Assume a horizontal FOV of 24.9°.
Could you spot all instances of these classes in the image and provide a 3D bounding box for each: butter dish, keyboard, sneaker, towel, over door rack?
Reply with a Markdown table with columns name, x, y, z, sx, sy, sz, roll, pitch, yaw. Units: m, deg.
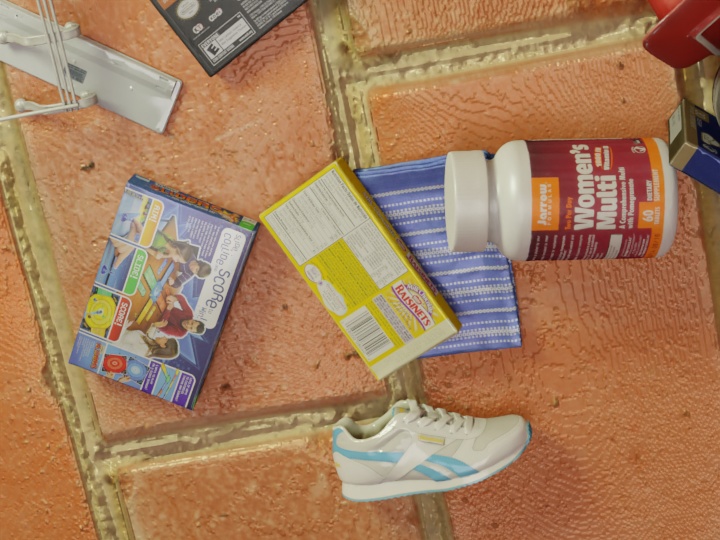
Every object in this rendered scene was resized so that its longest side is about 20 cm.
| name | x | y | z | sx | sy | sz | roll | pitch | yaw |
| --- | --- | --- | --- | --- | --- | --- | --- | --- | --- |
| butter dish | 0.298 | -0.286 | 1.385 | 0.199 | 0.200 | 0.148 | -40 | 76 | 17 |
| keyboard | -0.269 | -0.196 | 1.552 | 0.199 | 0.011 | 0.057 | 25 | 114 | -1 |
| sneaker | 0.068 | 0.168 | 1.593 | 0.198 | 0.077 | 0.081 | -13 | 104 | 8 |
| towel | 0.074 | -0.011 | 1.562 | 0.144 | 0.024 | 0.202 | -7 | 107 | 10 |
| over door rack | -0.358 | -0.205 | 1.510 | 0.198 | 0.067 | 0.149 | -14 | 111 | -8 |

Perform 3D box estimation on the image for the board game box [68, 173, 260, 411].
| name | x | y | z | sx | sy | sz | roll | pitch | yaw |
| --- | --- | --- | --- | --- | --- | --- | --- | --- | --- |
| board game box | -0.193 | 0.023 | 1.596 | 0.134 | 0.034 | 0.201 | 21 | 109 | -1 |

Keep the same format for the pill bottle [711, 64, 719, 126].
| name | x | y | z | sx | sy | sz | roll | pitch | yaw |
| --- | --- | --- | --- | --- | --- | --- | --- | --- | --- |
| pill bottle | 0.361 | -0.144 | 1.394 | 0.113 | 0.200 | 0.115 | 2 | 107 | 7 |

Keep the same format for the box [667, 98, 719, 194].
| name | x | y | z | sx | sy | sz | roll | pitch | yaw |
| --- | --- | --- | --- | --- | --- | --- | --- | --- | --- |
| box | 0.366 | -0.075 | 1.456 | 0.199 | 0.121 | 0.033 | 32 | 115 | -5 |

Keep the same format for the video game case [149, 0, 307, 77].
| name | x | y | z | sx | sy | sz | roll | pitch | yaw |
| --- | --- | --- | --- | --- | --- | --- | --- | --- | --- |
| video game case | -0.117 | -0.309 | 1.489 | 0.199 | 0.026 | 0.181 | -36 | 101 | 16 |

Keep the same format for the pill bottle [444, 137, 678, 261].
| name | x | y | z | sx | sy | sz | roll | pitch | yaw |
| --- | --- | --- | --- | --- | --- | --- | --- | --- | --- |
| pill bottle | 0.179 | -0.064 | 1.474 | 0.198 | 0.110 | 0.110 | -1 | 108 | -3 |

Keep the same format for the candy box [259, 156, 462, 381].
| name | x | y | z | sx | sy | sz | roll | pitch | yaw |
| --- | --- | --- | --- | --- | --- | --- | --- | --- | --- |
| candy box | 0.000 | 0.000 | 1.558 | 0.102 | 0.026 | 0.201 | -33 | 97 | 24 |
